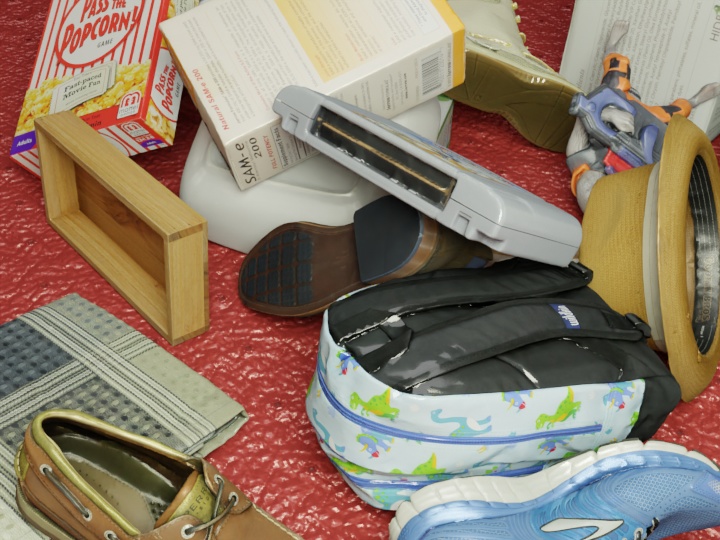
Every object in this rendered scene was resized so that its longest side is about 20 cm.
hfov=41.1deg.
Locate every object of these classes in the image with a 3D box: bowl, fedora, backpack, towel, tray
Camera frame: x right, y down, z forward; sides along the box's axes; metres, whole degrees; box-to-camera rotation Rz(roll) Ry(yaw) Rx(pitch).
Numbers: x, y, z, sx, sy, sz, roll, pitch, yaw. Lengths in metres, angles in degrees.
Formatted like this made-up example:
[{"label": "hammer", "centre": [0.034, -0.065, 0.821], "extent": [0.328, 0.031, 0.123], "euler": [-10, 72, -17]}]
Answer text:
[{"label": "bowl", "centre": [-0.045, -0.109, 0.796], "extent": [0.200, 0.075, 0.200], "euler": [14, 68, 12]}, {"label": "fedora", "centre": [0.207, -0.008, 0.682], "extent": [0.082, 0.201, 0.201], "euler": [-1, 31, 31]}, {"label": "backpack", "centre": [0.065, 0.068, 0.606], "extent": [0.200, 0.154, 0.163], "euler": [5, 33, -37]}, {"label": "towel", "centre": [-0.204, 0.099, 0.619], "extent": [0.200, 0.035, 0.192], "euler": [28, 40, 31]}, {"label": "tray", "centre": [-0.185, -0.038, 0.739], "extent": [0.037, 0.099, 0.200], "euler": [-23, 45, -34]}]

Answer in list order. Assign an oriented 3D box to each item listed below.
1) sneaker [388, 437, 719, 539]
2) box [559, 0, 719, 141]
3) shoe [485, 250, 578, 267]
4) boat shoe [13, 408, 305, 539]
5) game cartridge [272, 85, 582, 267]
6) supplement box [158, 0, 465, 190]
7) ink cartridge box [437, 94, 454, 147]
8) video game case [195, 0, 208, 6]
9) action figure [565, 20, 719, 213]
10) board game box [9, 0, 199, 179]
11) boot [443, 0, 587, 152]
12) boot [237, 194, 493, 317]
[{"label": "sneaker", "centre": [0.121, 0.158, 0.540], "extent": [0.200, 0.079, 0.089], "euler": [-12, 46, -8]}, {"label": "box", "centre": [0.337, -0.260, 1.003], "extent": [0.171, 0.200, 0.199], "euler": [30, 44, 27]}, {"label": "shoe", "centre": [0.182, -0.003, 0.777], "extent": [0.200, 0.053, 0.070], "euler": [4, 15, -6]}, {"label": "boat shoe", "centre": [-0.095, 0.139, 0.511], "extent": [0.200, 0.068, 0.072], "euler": [23, 43, 2]}, {"label": "game cartridge", "centre": [0.048, -0.065, 0.648], "extent": [0.200, 0.042, 0.133], "euler": [34, 18, 34]}, {"label": "supplement box", "centre": [-0.035, -0.166, 0.739], "extent": [0.200, 0.074, 0.126], "euler": [-26, 67, -7]}, {"label": "ink cartridge box", "centre": [0.030, -0.135, 0.921], "extent": [0.104, 0.059, 0.200], "euler": [11, 37, 10]}, {"label": "video game case", "centre": [-0.199, -0.236, 0.955], "extent": [0.200, 0.019, 0.143], "euler": [-32, 24, 12]}, {"label": "action figure", "centre": [0.260, -0.110, 0.882], "extent": [0.200, 0.105, 0.194], "euler": [40, 63, -13]}, {"label": "board game box", "centre": [-0.225, -0.190, 0.863], "extent": [0.151, 0.046, 0.200], "euler": [-11, 60, 26]}, {"label": "boot", "centre": [0.160, -0.209, 0.971], "extent": [0.200, 0.072, 0.155], "euler": [21, 40, -18]}, {"label": "boot", "centre": [0.000, 0.000, 0.709], "extent": [0.097, 0.075, 0.200], "euler": [12, -18, -44]}]
